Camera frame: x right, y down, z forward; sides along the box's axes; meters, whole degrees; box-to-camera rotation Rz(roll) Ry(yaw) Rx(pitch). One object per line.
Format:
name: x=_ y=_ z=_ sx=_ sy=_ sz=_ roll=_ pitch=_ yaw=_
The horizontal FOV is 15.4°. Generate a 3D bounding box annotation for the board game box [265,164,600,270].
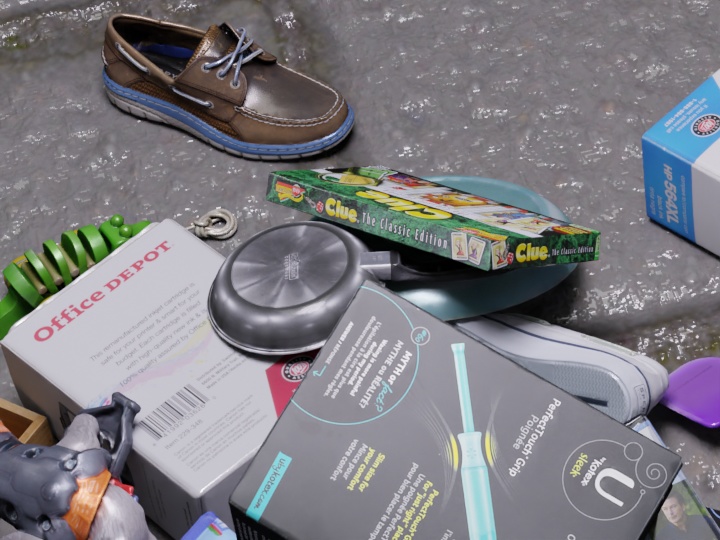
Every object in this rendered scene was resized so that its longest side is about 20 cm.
board game box: x=0.044 y=-0.035 z=1.686 sx=0.105 sy=0.023 sz=0.200 roll=-9 pitch=20 yaw=-44

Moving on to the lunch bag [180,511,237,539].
lunch bag: x=-0.104 y=0.265 z=1.515 sx=0.200 sy=0.094 sz=0.151 roll=-41 pitch=52 yaw=-11

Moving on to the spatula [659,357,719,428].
spatula: x=0.263 y=0.113 z=1.632 sx=0.057 sy=0.021 sz=0.200 roll=-32 pitch=54 yaw=-25

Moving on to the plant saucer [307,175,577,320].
plant saucer: x=0.045 y=-0.020 z=1.744 sx=0.200 sy=0.027 sz=0.200 roll=-5 pitch=25 yaw=3

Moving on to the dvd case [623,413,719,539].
dvd case: x=0.153 y=0.199 z=1.505 sx=0.143 sy=0.018 sz=0.200 roll=-30 pitch=73 yaw=-7

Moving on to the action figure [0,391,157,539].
action figure: x=-0.216 y=0.153 z=1.566 sx=0.193 sy=0.105 sz=0.200 roll=10 pitch=77 yaw=17

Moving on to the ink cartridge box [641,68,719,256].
ink cartridge box: x=0.308 y=-0.059 z=1.749 sx=0.200 sy=0.084 sz=0.146 roll=33 pitch=58 yaw=32

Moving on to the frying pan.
frying pan: x=-0.007 y=0.012 z=1.648 sx=0.190 sy=0.031 sz=0.115 roll=7 pitch=46 yaw=23

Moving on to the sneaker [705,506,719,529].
sneaker: x=0.143 y=0.167 z=1.573 sx=0.200 sy=0.070 sz=0.078 roll=7 pitch=46 yaw=6

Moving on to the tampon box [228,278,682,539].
tampon box: x=0.051 y=0.130 z=1.454 sx=0.200 sy=0.126 sz=0.150 roll=30 pitch=75 yaw=10

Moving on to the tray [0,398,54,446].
tray: x=-0.291 y=0.155 z=1.670 sx=0.099 sy=0.037 sz=0.200 roll=20 pitch=51 yaw=26

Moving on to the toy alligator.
toy alligator: x=-0.176 y=-0.011 z=1.799 sx=0.200 sy=0.054 sz=0.059 roll=-27 pitch=49 yaw=-16

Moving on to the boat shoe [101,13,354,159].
boat shoe: x=-0.100 y=-0.135 z=1.894 sx=0.200 sy=0.072 sz=0.072 roll=13 pitch=50 yaw=20

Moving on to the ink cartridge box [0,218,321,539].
ink cartridge box: x=-0.106 y=0.076 z=1.683 sx=0.148 sy=0.086 sz=0.200 roll=-37 pitch=50 yaw=-24

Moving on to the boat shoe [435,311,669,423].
boat shoe: x=0.100 y=0.066 z=1.684 sx=0.200 sy=0.074 sz=0.067 roll=17 pitch=20 yaw=31
